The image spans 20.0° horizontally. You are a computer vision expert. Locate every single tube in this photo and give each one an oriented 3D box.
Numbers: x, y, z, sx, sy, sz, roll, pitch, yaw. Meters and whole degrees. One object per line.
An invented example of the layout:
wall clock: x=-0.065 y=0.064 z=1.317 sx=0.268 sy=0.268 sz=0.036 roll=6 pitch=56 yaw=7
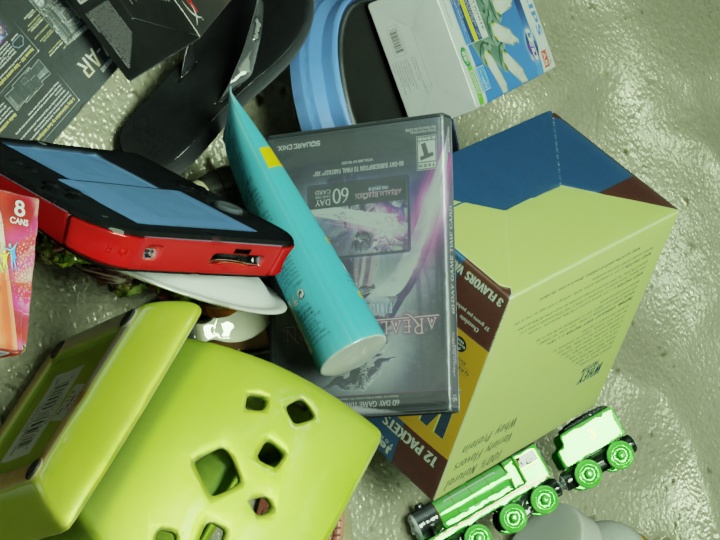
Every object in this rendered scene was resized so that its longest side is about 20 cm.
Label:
tube: x=-0.050 y=-0.025 z=1.387 sx=0.050 sy=0.078 sz=0.201 roll=-21 pitch=70 yaw=-21

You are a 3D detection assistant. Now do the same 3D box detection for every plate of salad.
plate of salad: x=-0.144 y=-0.003 z=1.351 sx=0.199 sy=0.200 sz=0.048 roll=17 pitch=100 yaw=-37

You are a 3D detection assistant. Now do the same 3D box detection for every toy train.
toy train: x=0.123 y=0.168 z=1.578 sx=0.199 sy=0.042 sz=0.057 roll=-28 pitch=85 yaw=-11

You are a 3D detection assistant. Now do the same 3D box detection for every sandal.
sandal: x=-0.098 y=-0.152 z=1.459 sx=0.201 sy=0.076 sz=0.043 roll=-57 pitch=152 yaw=-21

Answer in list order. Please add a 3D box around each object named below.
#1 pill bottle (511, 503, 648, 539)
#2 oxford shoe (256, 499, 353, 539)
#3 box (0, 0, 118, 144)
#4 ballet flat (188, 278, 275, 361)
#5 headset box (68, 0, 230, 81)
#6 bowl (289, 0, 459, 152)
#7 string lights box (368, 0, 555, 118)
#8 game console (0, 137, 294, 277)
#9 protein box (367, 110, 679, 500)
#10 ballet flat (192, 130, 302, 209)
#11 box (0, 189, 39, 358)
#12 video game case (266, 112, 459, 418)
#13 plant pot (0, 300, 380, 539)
pill bottle: x=0.210 y=0.270 z=1.632 sx=0.199 sy=0.112 sz=0.114 roll=37 pitch=60 yaw=-29
oxford shoe: x=-0.033 y=0.221 z=1.482 sx=0.074 sy=0.070 sz=0.202 roll=27 pitch=62 yaw=-61
box: x=-0.257 y=-0.152 z=1.367 sx=0.161 sy=0.043 sz=0.201 roll=50 pitch=55 yaw=-22
ballet flat: x=-0.065 y=0.036 z=1.475 sx=0.199 sy=0.068 sz=0.069 roll=-18 pitch=95 yaw=-41
headset box: x=-0.143 y=-0.249 z=1.428 sx=0.149 sy=0.077 sz=0.200 roll=54 pitch=35 yaw=-16
bowl: x=0.016 y=-0.115 z=1.543 sx=0.200 sy=0.039 sz=0.202 roll=42 pitch=39 yaw=-45
string lights box: x=0.083 y=-0.183 z=1.601 sx=0.200 sy=0.059 sz=0.104 roll=-33 pitch=104 yaw=-63
game console: x=-0.154 y=-0.046 z=1.303 sx=0.199 sy=0.176 sz=0.031 roll=4 pitch=114 yaw=-54
protein box: x=0.098 y=0.023 z=1.506 sx=0.198 sy=0.201 sz=0.135 roll=-25 pitch=55 yaw=-40
ballet flat: x=-0.076 y=-0.069 z=1.503 sx=0.057 sy=0.067 sz=0.199 roll=49 pitch=42 yaw=15
box: x=-0.284 y=0.005 z=1.212 sx=0.099 sy=0.199 sz=0.097 roll=13 pitch=75 yaw=-37
video game case: x=0.000 y=0.000 z=1.400 sx=0.019 sy=0.142 sz=0.202 roll=12 pitch=75 yaw=-60
plant pot: x=-0.138 y=0.142 z=1.318 sx=0.181 sy=0.198 sz=0.201 roll=40 pitch=60 yaw=-19
